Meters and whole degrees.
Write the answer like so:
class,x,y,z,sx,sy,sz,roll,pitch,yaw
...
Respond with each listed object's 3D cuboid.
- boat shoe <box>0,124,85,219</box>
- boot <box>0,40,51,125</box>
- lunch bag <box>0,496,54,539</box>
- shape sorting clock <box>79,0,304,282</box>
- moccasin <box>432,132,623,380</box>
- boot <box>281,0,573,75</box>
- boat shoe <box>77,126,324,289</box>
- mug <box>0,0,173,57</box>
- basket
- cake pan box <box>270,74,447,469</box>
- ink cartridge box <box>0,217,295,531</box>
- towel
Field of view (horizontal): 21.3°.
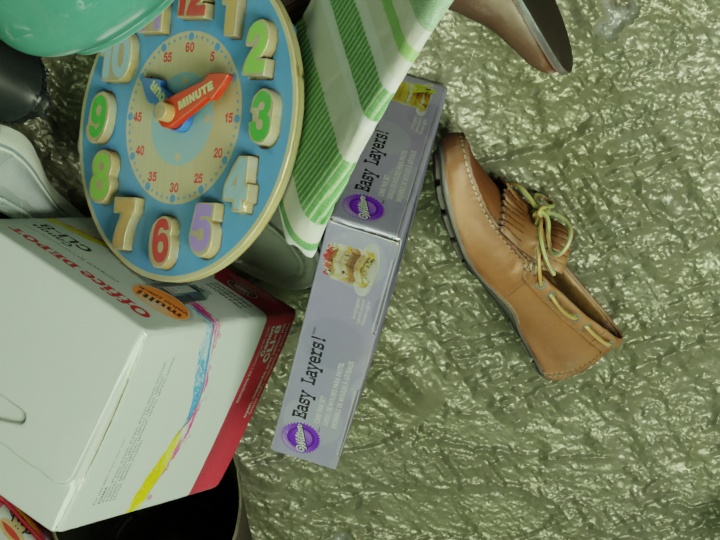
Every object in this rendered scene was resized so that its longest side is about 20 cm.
class,x,y,z,sx,sy,sz,roll,pitch,yaw
boat shoe,-0.230,-0.021,1.284,0.070,0.072,0.201,1,152,14
boot,-0.256,-0.133,1.159,0.162,0.198,0.073,28,92,-43
lunch bag,-0.290,0.253,1.506,0.176,0.082,0.200,-37,118,-8
shape sorting clock,-0.108,-0.093,1.164,0.039,0.200,0.200,13,138,-46
moccasin,0.111,-0.012,1.265,0.078,0.074,0.202,-27,115,16
boot,0.007,-0.153,1.184,0.200,0.064,0.187,-32,102,26
boat shoe,-0.106,-0.043,1.284,0.200,0.070,0.071,40,123,-18
mug,-0.154,-0.202,1.119,0.185,0.152,0.115,-14,123,36
basket,-0.142,0.197,1.401,0.136,0.181,0.200,-18,151,-5
cake pan box,0.000,0.000,1.225,0.052,0.184,0.200,17,128,3
ink cartridge box,-0.168,0.059,1.228,0.145,0.200,0.145,31,105,20
towel,-0.004,-0.125,1.093,0.023,0.153,0.200,15,126,-24
